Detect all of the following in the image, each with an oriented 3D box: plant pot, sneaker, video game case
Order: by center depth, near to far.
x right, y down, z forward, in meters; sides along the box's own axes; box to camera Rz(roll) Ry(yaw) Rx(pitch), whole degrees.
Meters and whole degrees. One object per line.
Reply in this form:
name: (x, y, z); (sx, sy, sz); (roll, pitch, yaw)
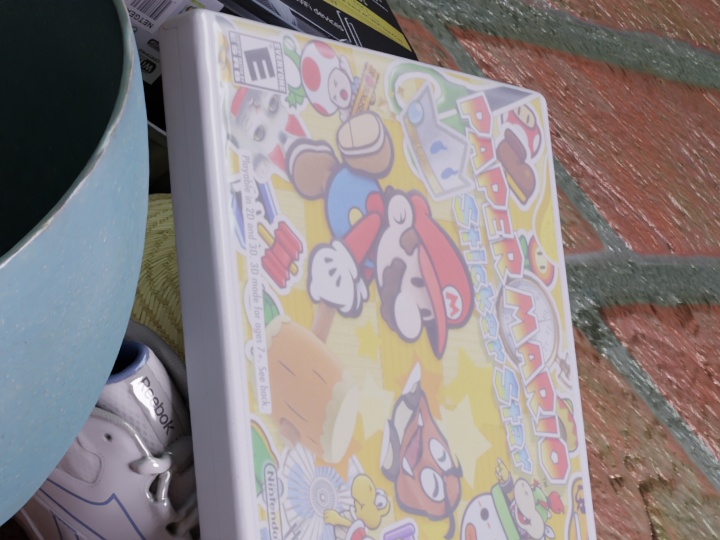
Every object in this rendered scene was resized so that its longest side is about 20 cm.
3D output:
plant pot: (-0.145, 0.007, 0.765); (0.200, 0.200, 0.135); (-113, -174, -47)
sneaker: (-0.071, 0.070, 0.867); (0.200, 0.087, 0.075); (45, 52, -4)
video game case: (0.011, 0.025, 0.904); (0.182, 0.023, 0.200); (9, 71, -49)

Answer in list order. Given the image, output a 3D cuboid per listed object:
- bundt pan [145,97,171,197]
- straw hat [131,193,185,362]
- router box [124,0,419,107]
bundt pan: (-0.128, -0.092, 1.122); (0.202, 0.076, 0.202); (39, 21, -18)
straw hat: (0.000, 0.000, 0.999); (0.201, 0.085, 0.201); (21, 28, -12)
router box: (-0.061, -0.115, 1.112); (0.200, 0.052, 0.157); (31, 23, -36)
